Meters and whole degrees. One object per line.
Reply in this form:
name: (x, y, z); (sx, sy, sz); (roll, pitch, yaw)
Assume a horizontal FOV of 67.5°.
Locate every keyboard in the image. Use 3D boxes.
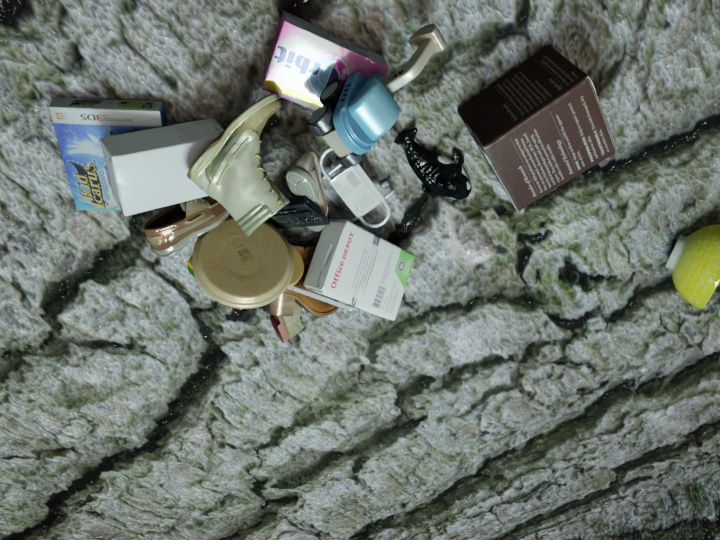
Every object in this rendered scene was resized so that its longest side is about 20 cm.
keyboard: (-0.153, -0.116, 1.015); (0.198, 0.021, 0.127); (0, 147, 50)
keyboard: (-0.104, 0.046, 1.084); (0.196, 0.056, 0.011); (20, 85, -8)

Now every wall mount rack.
wall mount rack: (-0.035, -0.157, 1.054); (0.172, 0.075, 0.200); (-32, 125, 13)

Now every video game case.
video game case: (-0.435, -0.202, 0.968); (0.177, 0.046, 0.203); (0, 128, -8)

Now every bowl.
bowl: (0.778, -0.024, 1.247); (0.106, 0.200, 0.203); (25, 134, 27)

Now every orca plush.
orca plush: (0.154, -0.195, 1.050); (0.104, 0.072, 0.200); (-30, 126, 15)

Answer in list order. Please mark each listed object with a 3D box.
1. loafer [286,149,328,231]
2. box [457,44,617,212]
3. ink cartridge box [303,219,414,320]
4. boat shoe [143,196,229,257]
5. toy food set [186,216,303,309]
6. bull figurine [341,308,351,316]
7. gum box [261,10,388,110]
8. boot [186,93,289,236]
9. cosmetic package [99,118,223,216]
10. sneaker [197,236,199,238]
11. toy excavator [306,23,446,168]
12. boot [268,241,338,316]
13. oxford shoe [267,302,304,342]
loafer: (-0.088, -0.142, 0.994); (0.071, 0.064, 0.201); (23, 160, 11)
box: (0.312, -0.254, 0.967); (0.198, 0.167, 0.164); (-32, 127, 17)
ink cartridge box: (0.000, 0.000, 1.101); (0.198, 0.083, 0.148); (24, 83, -36)
boat shoe: (-0.307, -0.109, 0.988); (0.200, 0.075, 0.072); (-44, 144, -19)
toy food set: (-0.219, -0.020, 1.019); (0.198, 0.200, 0.049); (43, 149, 8)
bull figurine: (-0.010, 0.027, 1.189); (0.122, 0.065, 0.201); (-50, 121, -23)
gum box: (-0.056, -0.333, 0.910); (0.196, 0.067, 0.115); (16, 123, -21)
boot: (-0.168, -0.175, 0.897); (0.200, 0.072, 0.155); (-44, 100, 5)
cosmetic package: (-0.328, -0.181, 0.928); (0.197, 0.081, 0.115); (-18, 134, -30)
sneaker: (-0.263, -0.061, 1.103); (0.105, 0.075, 0.202); (-33, 119, -8)
toy excavator: (0.036, -0.280, 0.851); (0.197, 0.197, 0.100); (-15, 134, 37)
boot: (-0.113, 0.015, 1.180); (0.197, 0.076, 0.159); (3, 101, -40)
oxford shoe: (-0.176, 0.067, 1.222); (0.074, 0.070, 0.203); (-26, 131, -23)
